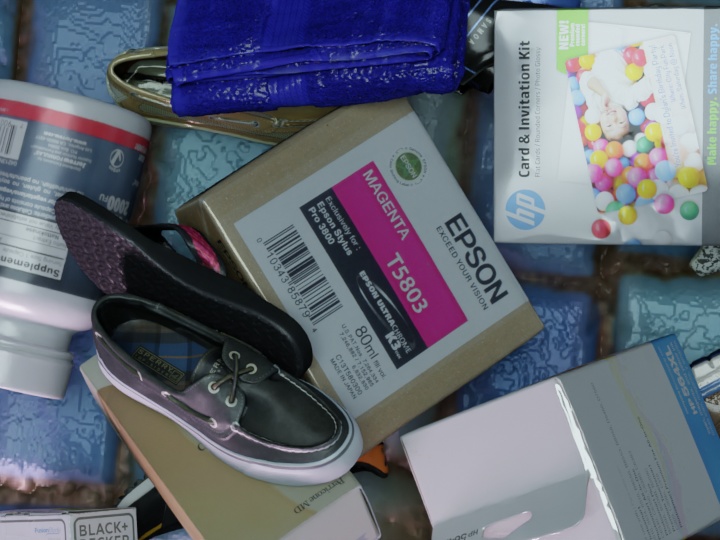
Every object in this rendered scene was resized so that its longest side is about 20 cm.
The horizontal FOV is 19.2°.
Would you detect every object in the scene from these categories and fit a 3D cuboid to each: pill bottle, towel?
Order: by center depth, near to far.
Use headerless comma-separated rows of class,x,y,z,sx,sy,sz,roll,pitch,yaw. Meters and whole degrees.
towel,-0.027,-0.175,1.403,0.199,0.050,0.148,-3,61,16
pill bottle,-0.221,-0.020,1.453,0.119,0.120,0.201,13,88,6

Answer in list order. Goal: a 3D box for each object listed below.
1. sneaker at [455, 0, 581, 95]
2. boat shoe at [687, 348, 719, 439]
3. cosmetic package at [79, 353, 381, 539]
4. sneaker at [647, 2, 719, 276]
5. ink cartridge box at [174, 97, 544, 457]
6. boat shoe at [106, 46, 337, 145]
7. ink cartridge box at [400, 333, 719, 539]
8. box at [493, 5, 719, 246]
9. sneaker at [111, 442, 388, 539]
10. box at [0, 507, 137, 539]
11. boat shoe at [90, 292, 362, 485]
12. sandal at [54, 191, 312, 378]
sneaker,0.053,-0.163,1.466,0.199,0.070,0.078,5,81,5
boat shoe,0.298,0.066,1.434,0.199,0.072,0.073,-26,89,12
cosmetic package,-0.085,0.116,1.374,0.105,0.071,0.200,-35,55,-12
sneaker,0.223,-0.085,1.448,0.088,0.077,0.201,-24,82,11
ink cartridge box,0.000,0.000,1.411,0.164,0.075,0.200,-34,94,-19
boat shoe,-0.077,-0.125,1.469,0.199,0.076,0.072,-1,83,2
ink cartridge box,0.131,0.131,1.355,0.128,0.200,0.126,-25,83,32
box,0.188,-0.095,1.401,0.199,0.041,0.157,2,97,14
sneaker,-0.075,0.151,1.452,0.200,0.070,0.090,-30,81,0
box,-0.202,0.260,1.432,0.116,0.060,0.201,-9,83,44
boat shoe,-0.090,0.072,1.325,0.199,0.057,0.069,23,63,27
sandal,-0.110,0.005,1.370,0.199,0.075,0.045,29,56,15
